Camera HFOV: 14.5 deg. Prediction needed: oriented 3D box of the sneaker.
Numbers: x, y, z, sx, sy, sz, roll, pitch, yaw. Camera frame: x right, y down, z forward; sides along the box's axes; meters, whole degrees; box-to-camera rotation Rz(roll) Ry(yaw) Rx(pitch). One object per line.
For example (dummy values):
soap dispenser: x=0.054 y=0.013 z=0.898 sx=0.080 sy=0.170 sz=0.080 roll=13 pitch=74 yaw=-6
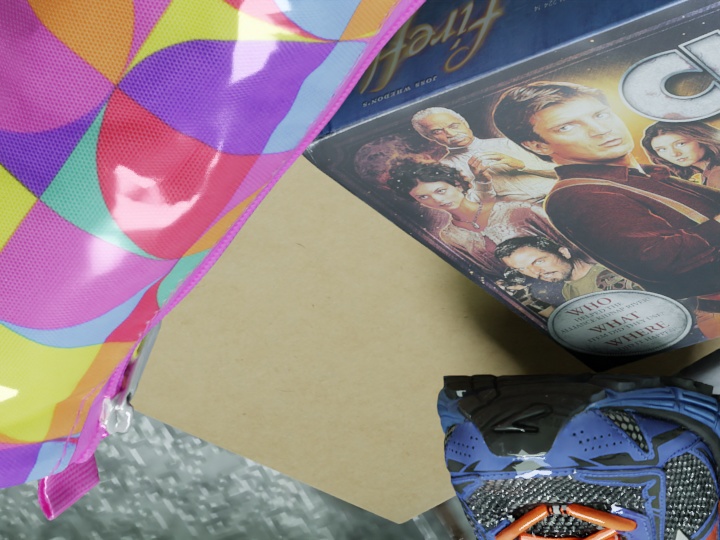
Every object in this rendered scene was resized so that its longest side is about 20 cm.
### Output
sneaker: x=0.068 y=0.083 z=0.767 sx=0.075 sy=0.079 sz=0.200 roll=-4 pitch=155 yaw=18

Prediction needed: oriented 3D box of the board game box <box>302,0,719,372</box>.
board game box: x=0.103 y=-0.042 z=0.641 sx=0.199 sy=0.035 sz=0.135 roll=-19 pitch=144 yaw=32

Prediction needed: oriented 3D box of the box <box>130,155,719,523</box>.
box: x=0.000 y=0.000 z=0.757 sx=0.163 sy=0.021 sz=0.200 roll=-32 pitch=139 yaw=32

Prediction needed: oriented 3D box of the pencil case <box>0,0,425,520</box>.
pencil case: x=-0.051 y=-0.035 z=0.622 sx=0.088 sy=0.089 sz=0.200 roll=29 pitch=129 yaw=-8

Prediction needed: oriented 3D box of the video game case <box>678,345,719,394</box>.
video game case: x=0.221 y=0.055 z=0.802 sx=0.199 sy=0.023 sz=0.182 roll=-26 pitch=114 yaw=25
